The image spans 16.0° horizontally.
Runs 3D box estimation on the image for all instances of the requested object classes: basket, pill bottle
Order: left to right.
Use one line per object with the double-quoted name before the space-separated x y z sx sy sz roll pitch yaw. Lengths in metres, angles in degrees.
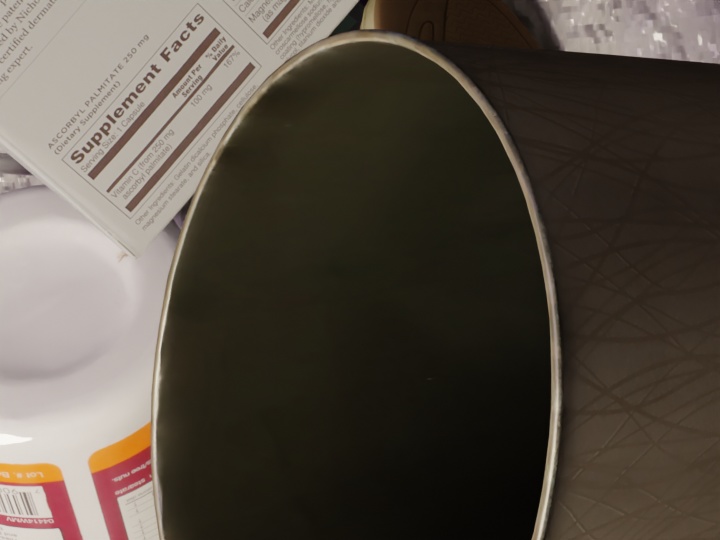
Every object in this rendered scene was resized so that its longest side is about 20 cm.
"pill bottle" -0.093 0.072 0.887 0.110 0.109 0.200 55 163 36
"basket" 0.076 0.022 0.575 0.136 0.200 0.180 61 141 31

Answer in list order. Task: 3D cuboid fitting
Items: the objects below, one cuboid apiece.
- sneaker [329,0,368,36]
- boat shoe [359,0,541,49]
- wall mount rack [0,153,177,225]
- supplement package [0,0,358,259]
"sneaker" 0.000 0.000 0.840 0.074 0.088 0.200 6 126 18
"boat shoe" 0.035 0.009 0.758 0.065 0.071 0.200 -33 70 54
"wall mount rack" -0.135 -0.045 0.945 0.200 0.075 0.174 50 177 43
"supplement package" -0.070 -0.136 0.764 0.200 0.111 0.156 -49 42 -4
